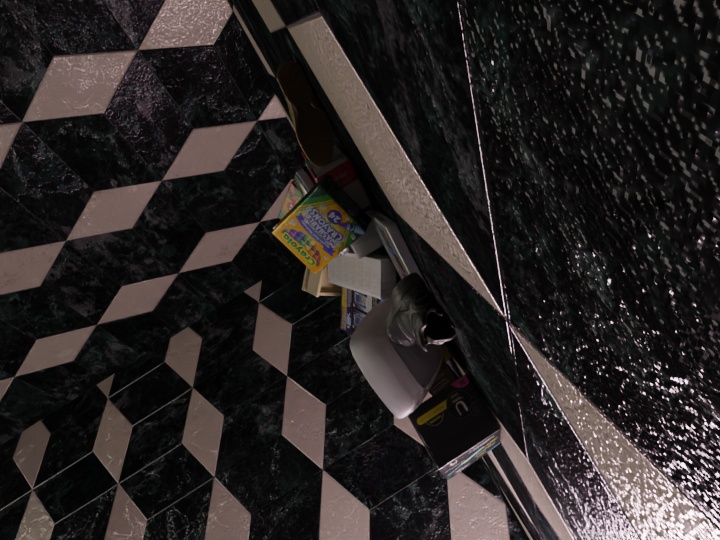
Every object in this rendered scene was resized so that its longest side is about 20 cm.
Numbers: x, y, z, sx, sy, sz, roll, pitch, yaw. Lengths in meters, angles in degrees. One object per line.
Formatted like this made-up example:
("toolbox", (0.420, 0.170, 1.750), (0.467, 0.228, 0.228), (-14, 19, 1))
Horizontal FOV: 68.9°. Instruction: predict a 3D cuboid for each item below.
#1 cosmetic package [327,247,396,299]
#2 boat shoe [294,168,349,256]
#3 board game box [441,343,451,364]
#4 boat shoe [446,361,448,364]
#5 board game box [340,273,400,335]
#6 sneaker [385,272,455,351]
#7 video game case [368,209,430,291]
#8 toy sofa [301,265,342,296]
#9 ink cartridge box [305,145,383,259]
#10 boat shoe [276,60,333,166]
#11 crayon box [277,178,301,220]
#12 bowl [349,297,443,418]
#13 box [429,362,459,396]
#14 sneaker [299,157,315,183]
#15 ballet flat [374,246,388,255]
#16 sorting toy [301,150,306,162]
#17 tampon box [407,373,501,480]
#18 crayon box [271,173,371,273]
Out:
("cosmetic package", (0.000, 0.000, 1.161), (0.198, 0.050, 0.085), (16, 108, 51))
("boat shoe", (-0.093, -0.114, 1.109), (0.203, 0.061, 0.072), (62, 179, -11))
("board game box", (0.150, 0.119, 1.176), (0.203, 0.029, 0.096), (64, 177, -35))
("boat shoe", (0.164, 0.190, 1.329), (0.203, 0.071, 0.066), (62, -177, -16))
("board game box", (0.022, 0.066, 1.236), (0.164, 0.056, 0.206), (23, 116, 50))
("sneaker", (0.101, 0.102, 0.898), (0.115, 0.075, 0.201), (54, 159, 27))
("video game case", (0.083, -0.013, 0.991), (0.203, 0.023, 0.182), (62, 178, -15))
("toy sofa", (-0.056, 0.017, 1.331), (0.196, 0.085, 0.097), (4, -168, -42))
("ink cartridge box", (-0.028, -0.145, 1.115), (0.203, 0.082, 0.146), (62, 178, -26))
("boat shoe", (-0.103, -0.306, 1.032), (0.065, 0.069, 0.205), (-104, -5, -78))
("crayon box", (-0.101, -0.121, 1.284), (0.198, 0.051, 0.128), (38, 137, 4))
("bowl", (0.087, 0.160, 1.050), (0.202, 0.074, 0.200), (54, -141, -6))
("box", (0.169, 0.236, 1.236), (0.201, 0.074, 0.100), (51, -175, -21))
("sneaker", (-0.105, -0.246, 1.222), (0.087, 0.073, 0.204), (31, -142, -45))
("ballet flat", (0.037, -0.058, 1.294), (0.203, 0.071, 0.072), (60, 180, 17))
("sorting toy", (-0.104, -0.283, 1.594), (0.202, 0.068, 0.201), (60, 179, 24))
("tampon box", (0.200, 0.332, 1.101), (0.128, 0.148, 0.201), (57, 178, 29))
("crayon box", (-0.089, -0.080, 1.050), (0.125, 0.199, 0.052), (43, -141, -14))
